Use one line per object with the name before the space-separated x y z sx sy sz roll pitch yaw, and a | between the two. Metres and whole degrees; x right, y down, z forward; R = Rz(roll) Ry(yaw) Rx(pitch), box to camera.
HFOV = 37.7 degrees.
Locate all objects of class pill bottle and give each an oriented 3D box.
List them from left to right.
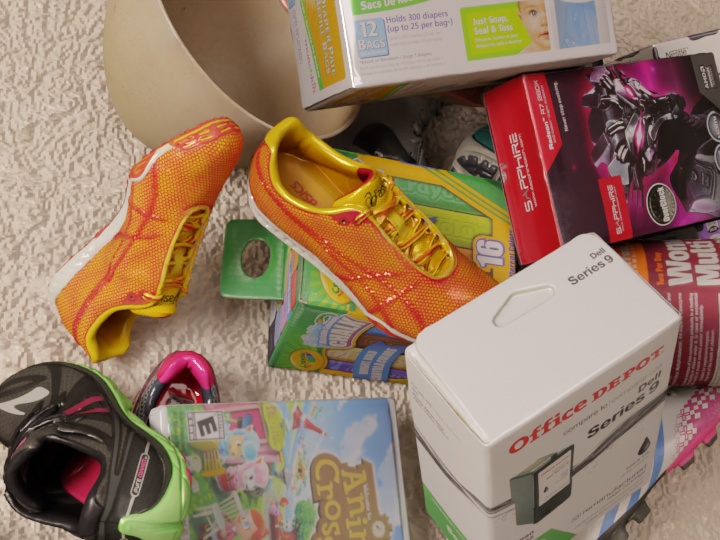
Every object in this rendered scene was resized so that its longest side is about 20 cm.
pill bottle | 0.218 0.032 0.793 0.196 0.110 0.111 -1 64 6

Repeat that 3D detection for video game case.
video game case | -0.043 0.185 0.673 0.180 0.022 0.203 3 74 -34

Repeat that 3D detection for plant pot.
plant pot | -0.112 -0.155 0.777 0.199 0.134 0.203 28 47 -35

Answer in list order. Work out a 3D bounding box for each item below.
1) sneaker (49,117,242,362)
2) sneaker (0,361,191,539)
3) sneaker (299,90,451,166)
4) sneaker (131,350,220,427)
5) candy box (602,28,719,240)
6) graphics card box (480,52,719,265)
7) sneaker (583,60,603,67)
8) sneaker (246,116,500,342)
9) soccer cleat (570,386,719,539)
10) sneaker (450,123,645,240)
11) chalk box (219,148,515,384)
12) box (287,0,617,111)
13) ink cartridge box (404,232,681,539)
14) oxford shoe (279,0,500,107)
sneaker | -0.130 -0.018 0.696 0.077 0.200 0.073 50 32 15
sneaker | -0.179 0.104 0.633 0.083 0.199 0.078 10 96 -45
sneaker | 0.054 -0.124 0.871 0.197 0.075 0.117 -17 76 -12
sneaker | -0.133 0.149 0.680 0.079 0.075 0.203 8 65 -13
candy box | 0.313 -0.102 0.896 0.166 0.071 0.203 -17 93 -23
graphics card box | 0.189 -0.084 0.762 0.198 0.051 0.128 -11 87 -32
sneaker | 0.176 -0.147 0.901 0.088 0.076 0.200 51 41 -4
sneaker | 0.013 -0.017 0.660 0.198 0.077 0.073 32 59 -1
soccer cleat | 0.208 0.123 0.797 0.199 0.070 0.086 -39 82 -27
sneaker | 0.169 -0.054 0.868 0.199 0.078 0.080 37 52 2
chalk box | 0.000 0.000 0.760 0.197 0.124 0.127 9 63 -13
box | 0.057 -0.180 0.707 0.197 0.101 0.114 -12 95 -21
ink cartridge box | 0.113 0.095 0.666 0.145 0.201 0.084 -31 53 -15
oxford shoe | 0.021 -0.170 0.788 0.198 0.074 0.072 25 84 -20
